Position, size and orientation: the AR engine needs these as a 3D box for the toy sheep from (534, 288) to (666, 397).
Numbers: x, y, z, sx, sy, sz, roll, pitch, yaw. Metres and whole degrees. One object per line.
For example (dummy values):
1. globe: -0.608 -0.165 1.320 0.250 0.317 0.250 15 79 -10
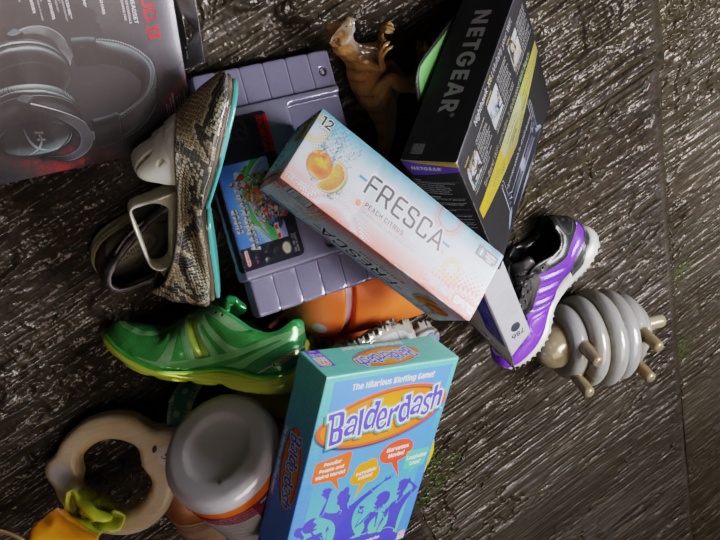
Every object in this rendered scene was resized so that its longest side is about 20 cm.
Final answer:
1. toy sheep: 0.314 0.088 0.964 0.197 0.138 0.140 -6 124 -17

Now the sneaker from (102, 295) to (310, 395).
1. sneaker: -0.139 0.064 0.688 0.197 0.074 0.085 6 88 7

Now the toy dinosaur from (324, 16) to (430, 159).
1. toy dinosaur: 0.019 -0.164 0.681 0.105 0.061 0.201 -25 139 1

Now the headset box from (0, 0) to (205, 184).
1. headset box: -0.210 -0.155 0.522 0.197 0.077 0.151 -15 128 -19

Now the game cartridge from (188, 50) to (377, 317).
1. game cartridge: -0.061 -0.074 0.626 0.128 0.038 0.203 -18 95 -26

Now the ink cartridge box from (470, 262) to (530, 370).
1. ink cartridge box: 0.136 0.018 0.833 0.039 0.100 0.201 -34 133 -6

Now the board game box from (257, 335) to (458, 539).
1. board game box: -0.003 0.162 0.655 0.150 0.045 0.203 -3 115 -39

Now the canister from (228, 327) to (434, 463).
1. canister: -0.032 0.148 0.790 0.200 0.147 0.087 42 72 -40

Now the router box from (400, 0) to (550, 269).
1. router box: 0.112 -0.129 0.666 0.158 0.052 0.202 55 50 -51

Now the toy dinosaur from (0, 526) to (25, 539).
1. toy dinosaur: -0.420 0.245 0.696 0.197 0.059 0.102 -9 140 -16

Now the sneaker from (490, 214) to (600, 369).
1. sneaker: 0.199 0.019 0.895 0.099 0.069 0.202 23 99 -38

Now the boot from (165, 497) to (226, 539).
1. boot: -0.133 0.216 0.835 0.197 0.077 0.157 -19 125 -10

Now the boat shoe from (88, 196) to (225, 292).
1. boat shoe: -0.141 -0.046 0.645 0.199 0.065 0.074 -38 131 -4

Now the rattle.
1. rattle: -0.215 0.186 0.695 0.198 0.132 0.143 -27 171 7

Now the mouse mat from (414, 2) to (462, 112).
1. mouse mat: 0.098 -0.140 0.701 0.162 0.007 0.202 -57 142 -39

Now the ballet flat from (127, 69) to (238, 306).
1. ballet flat: -0.136 -0.053 0.553 0.074 0.068 0.202 2 129 -14

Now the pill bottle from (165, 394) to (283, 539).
1. pill bottle: -0.099 0.213 0.723 0.109 0.110 0.201 -33 140 -6

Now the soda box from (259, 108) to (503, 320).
1. soda box: 0.018 -0.039 0.607 0.199 0.063 0.069 37 74 -18

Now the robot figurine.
1. robot figurine: 0.000 0.002 0.728 0.197 0.118 0.144 -12 166 -24

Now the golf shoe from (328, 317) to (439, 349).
1. golf shoe: 0.038 0.102 0.724 0.078 0.099 0.199 -26 163 27
